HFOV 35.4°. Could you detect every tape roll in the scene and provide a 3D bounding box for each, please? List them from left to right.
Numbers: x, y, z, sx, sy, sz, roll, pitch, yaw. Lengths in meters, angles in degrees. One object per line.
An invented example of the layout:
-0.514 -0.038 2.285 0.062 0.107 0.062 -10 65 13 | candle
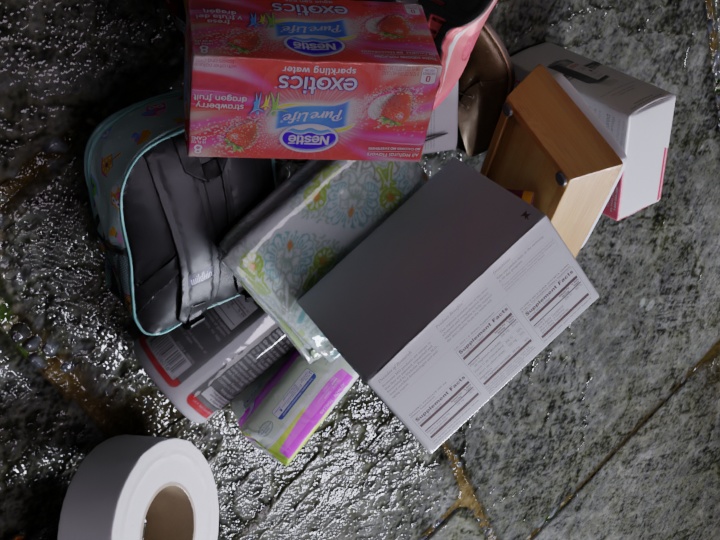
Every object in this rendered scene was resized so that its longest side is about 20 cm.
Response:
-0.233 0.279 1.211 0.202 0.071 0.203 -1 90 -66 | tape roll

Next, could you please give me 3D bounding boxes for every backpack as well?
-0.167 -0.068 1.051 0.175 0.153 0.201 -22 136 -23 | backpack

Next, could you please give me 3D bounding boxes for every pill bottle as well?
-0.127 0.055 1.182 0.200 0.114 0.114 -40 138 -2 | pill bottle

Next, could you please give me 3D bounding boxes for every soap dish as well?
0.211 -0.112 1.299 0.081 0.158 0.200 -22 153 -21 | soap dish

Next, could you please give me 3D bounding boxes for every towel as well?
-0.014 -0.025 1.045 0.200 0.048 0.171 -42 128 -4 | towel

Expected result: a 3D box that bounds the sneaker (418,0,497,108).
0.086 -0.244 1.162 0.201 0.074 0.087 -59 167 7 | sneaker

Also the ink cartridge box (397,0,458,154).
0.019 -0.214 1.220 0.173 0.044 0.201 -9 126 -10 | ink cartridge box

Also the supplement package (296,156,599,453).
0.073 0.025 0.992 0.200 0.156 0.111 -42 125 -4 | supplement package

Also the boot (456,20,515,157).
0.131 -0.211 1.307 0.075 0.074 0.200 -34 138 -14 | boot

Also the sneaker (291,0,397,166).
-0.015 -0.190 1.170 0.201 0.076 0.115 -46 141 12 | sneaker

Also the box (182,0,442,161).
-0.044 -0.157 0.929 0.199 0.095 0.103 1 134 -13 | box

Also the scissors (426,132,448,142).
0.007 -0.116 1.221 0.199 0.014 0.073 -22 171 -2 | scissors

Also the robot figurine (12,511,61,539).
-0.341 0.326 1.225 0.200 0.058 0.145 -35 136 -21 | robot figurine

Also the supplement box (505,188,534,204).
0.091 -0.033 1.281 0.086 0.199 0.111 -66 158 -49 | supplement box

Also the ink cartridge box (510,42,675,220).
0.266 -0.171 1.358 0.085 0.200 0.146 -24 131 -29 | ink cartridge box

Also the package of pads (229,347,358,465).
-0.073 0.123 1.244 0.068 0.200 0.155 39 87 -12 | package of pads

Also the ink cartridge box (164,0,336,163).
-0.090 -0.207 1.016 0.084 0.175 0.200 -38 136 -18 | ink cartridge box
